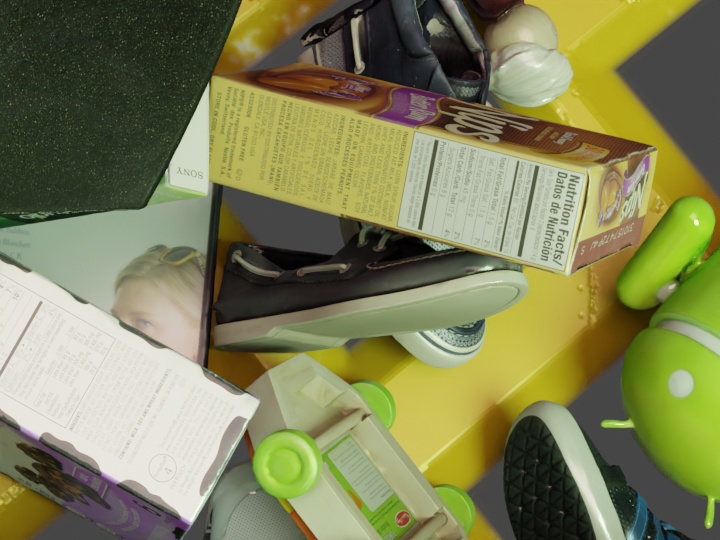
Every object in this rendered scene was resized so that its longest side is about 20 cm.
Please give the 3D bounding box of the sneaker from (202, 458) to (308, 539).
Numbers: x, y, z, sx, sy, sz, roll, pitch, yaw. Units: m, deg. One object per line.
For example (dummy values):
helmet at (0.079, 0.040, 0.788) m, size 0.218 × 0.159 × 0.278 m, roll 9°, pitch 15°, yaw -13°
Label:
sneaker at (-0.028, 0.185, 1.366) m, size 0.075 × 0.115 × 0.201 m, roll -8°, pitch 78°, yaw -13°

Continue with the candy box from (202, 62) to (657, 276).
candy box at (0.034, -0.053, 1.350) m, size 0.199 × 0.117 × 0.057 m, roll 16°, pitch 103°, yaw 19°

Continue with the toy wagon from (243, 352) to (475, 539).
toy wagon at (0.016, 0.130, 1.375) m, size 0.040 × 0.155 × 0.200 m, roll -38°, pitch 86°, yaw 17°

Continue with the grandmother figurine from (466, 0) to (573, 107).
grandmother figurine at (0.061, -0.180, 1.479) m, size 0.060 × 0.121 × 0.201 m, roll -20°, pitch 103°, yaw 19°

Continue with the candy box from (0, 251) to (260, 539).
candy box at (-0.158, 0.056, 1.326) m, size 0.199 × 0.168 × 0.072 m, roll 29°, pitch 75°, yaw -1°

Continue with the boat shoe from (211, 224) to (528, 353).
boat shoe at (0.000, 0.000, 1.384) m, size 0.072 × 0.199 × 0.063 m, roll 10°, pitch 74°, yaw -45°

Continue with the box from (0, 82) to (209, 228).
box at (-0.159, -0.098, 1.374) m, size 0.036 × 0.199 × 0.146 m, roll 10°, pitch 77°, yaw -50°

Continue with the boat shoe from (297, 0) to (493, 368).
boat shoe at (0.036, -0.055, 1.440) m, size 0.074 × 0.093 × 0.201 m, roll -13°, pitch 77°, yaw -44°

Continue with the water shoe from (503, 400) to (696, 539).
water shoe at (0.143, 0.156, 1.442) m, size 0.079 × 0.071 × 0.201 m, roll -22°, pitch 85°, yaw -37°

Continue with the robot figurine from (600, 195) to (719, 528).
robot figurine at (0.218, 0.039, 1.450) m, size 0.175 × 0.116 × 0.200 m, roll 42°, pitch 73°, yaw 11°

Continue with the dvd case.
dvd case at (-0.146, 0.003, 1.439) m, size 0.142 × 0.018 × 0.202 m, roll 6°, pitch 75°, yaw -9°

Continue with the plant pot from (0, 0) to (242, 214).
plant pot at (-0.175, -0.123, 1.256) m, size 0.199 × 0.199 × 0.179 m, roll -4°, pitch 104°, yaw -53°
